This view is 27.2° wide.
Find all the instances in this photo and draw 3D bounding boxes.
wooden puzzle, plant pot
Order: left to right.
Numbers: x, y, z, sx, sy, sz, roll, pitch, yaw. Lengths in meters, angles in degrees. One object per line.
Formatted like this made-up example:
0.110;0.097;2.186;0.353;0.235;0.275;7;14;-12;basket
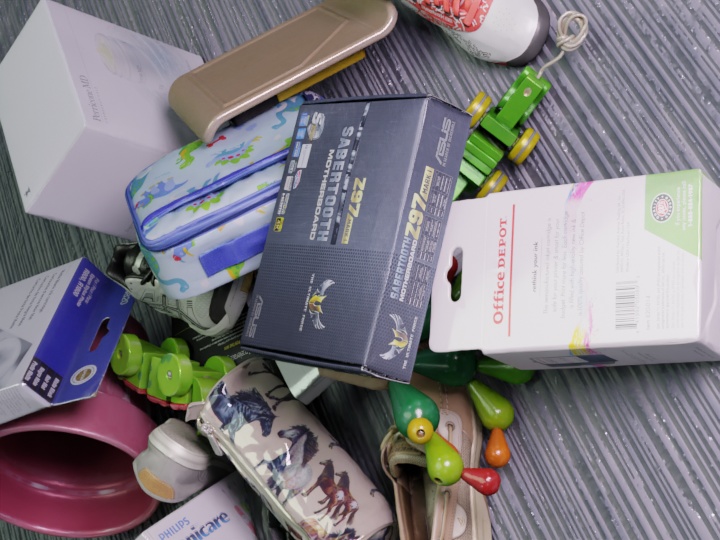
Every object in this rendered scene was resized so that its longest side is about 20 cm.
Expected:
-0.283;0.137;1.472;0.200;0.199;0.180;-37;37;38;plant pot
-0.071;-0.183;1.322;0.199;0.037;0.185;-33;23;-6;wooden puzzle

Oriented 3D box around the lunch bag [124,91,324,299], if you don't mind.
-0.093;-0.064;1.244;0.199;0.083;0.161;-24;30;0;lunch bag

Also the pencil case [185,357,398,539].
-0.053;0.167;1.199;0.200;0.089;0.078;47;147;21;pencil case

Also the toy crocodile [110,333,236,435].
-0.174;0.098;1.355;0.199;0.067;0.062;17;98;48;toy crocodile

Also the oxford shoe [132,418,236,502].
-0.156;0.170;1.307;0.075;0.200;0.058;30;89;7;oxford shoe

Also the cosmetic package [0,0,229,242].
-0.242;-0.141;1.486;0.123;0.199;0.200;-50;45;28;cosmetic package

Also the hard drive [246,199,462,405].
0.000;0.000;1.236;0.200;0.026;0.132;-42;47;12;hard drive

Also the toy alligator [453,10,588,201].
0.114;-0.119;1.166;0.201;0.059;0.054;-53;1;13;toy alligator

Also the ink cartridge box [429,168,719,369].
0.150;0.005;1.023;0.198;0.067;0.118;-5;74;32;ink cartridge box

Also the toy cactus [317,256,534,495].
0.048;0.069;1.114;0.163;0.102;0.202;3;64;12;toy cactus

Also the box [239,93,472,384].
-0.006;-0.026;1.089;0.157;0.051;0.202;6;81;51;box

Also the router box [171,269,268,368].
-0.103;0.026;1.381;0.199;0.051;0.151;-25;62;45;router box

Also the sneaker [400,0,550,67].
0.061;-0.231;1.215;0.201;0.107;0.068;45;113;47;sneaker

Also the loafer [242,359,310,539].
-0.068;0.178;1.286;0.070;0.067;0.202;130;136;-55;loafer

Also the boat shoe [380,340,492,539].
0.053;0.139;1.144;0.071;0.064;0.202;-35;53;39;boat shoe

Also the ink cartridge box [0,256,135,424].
-0.312;0.068;1.389;0.198;0.041;0.200;-19;31;20;ink cartridge box

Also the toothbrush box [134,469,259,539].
-0.174;0.282;1.298;0.086;0.145;0.200;49;121;9;toothbrush box

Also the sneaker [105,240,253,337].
-0.167;0.010;1.326;0.199;0.087;0.076;-1;69;59;sneaker
